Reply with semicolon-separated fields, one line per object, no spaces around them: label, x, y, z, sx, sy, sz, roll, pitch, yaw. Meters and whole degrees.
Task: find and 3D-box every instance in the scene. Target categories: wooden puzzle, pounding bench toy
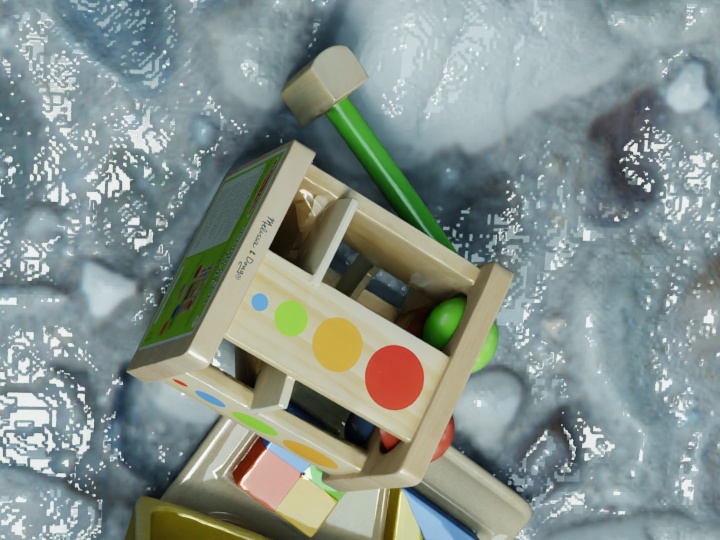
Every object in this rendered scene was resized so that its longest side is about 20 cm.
wooden puzzle;-0.026;0.167;1.244;0.185;0.046;0.200;36;96;-15
pounding bench toy;0.000;0.000;1.163;0.156;0.124;0.201;30;74;-15

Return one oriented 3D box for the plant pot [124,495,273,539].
plant pot;-0.065;0.273;1.150;0.195;0.194;0.201;21;108;-12
